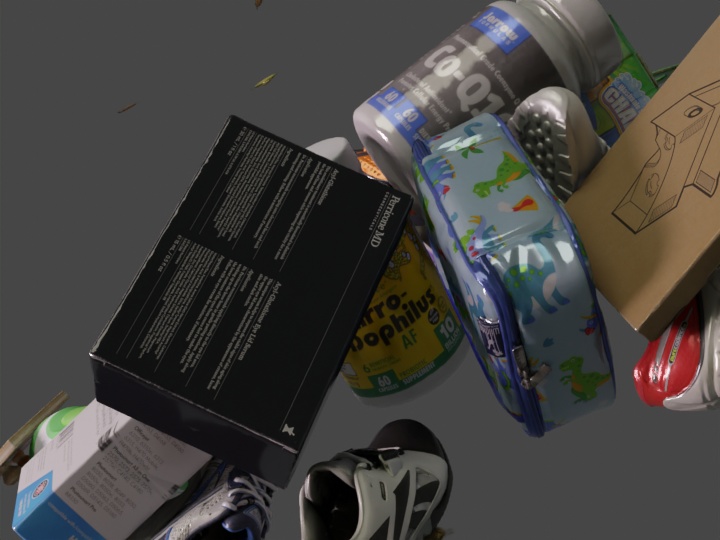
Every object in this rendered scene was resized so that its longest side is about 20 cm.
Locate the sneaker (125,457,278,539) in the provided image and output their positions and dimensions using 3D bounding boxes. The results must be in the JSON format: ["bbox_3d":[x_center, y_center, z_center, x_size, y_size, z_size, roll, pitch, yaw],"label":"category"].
[{"bbox_3d":[-0.092,0.174,0.823,0.085,0.077,0.200,8,51,49],"label":"sneaker"}]

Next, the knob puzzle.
[{"bbox_3d":[-0.362,0.220,1.073,0.220,0.030,0.220,-49,5,6],"label":"knob puzzle"}]

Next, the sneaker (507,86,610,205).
[{"bbox_3d":[0.167,-0.070,0.851,0.080,0.201,0.077,-32,51,-10],"label":"sneaker"}]

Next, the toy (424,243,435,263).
[{"bbox_3d":[-0.036,0.021,0.994,0.200,0.047,0.115,-43,53,-6],"label":"toy"}]

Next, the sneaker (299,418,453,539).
[{"bbox_3d":[0.006,0.144,0.727,0.073,0.089,0.200,-22,21,23],"label":"sneaker"}]

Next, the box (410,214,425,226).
[{"bbox_3d":[0.029,-0.057,1.164,0.198,0.079,0.142,-22,25,22],"label":"box"}]

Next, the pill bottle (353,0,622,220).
[{"bbox_3d":[0.102,-0.140,0.886,0.199,0.114,0.114,-39,22,-5],"label":"pill bottle"}]

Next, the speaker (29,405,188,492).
[{"bbox_3d":[-0.206,0.156,0.981,0.199,0.089,0.089,-12,27,40],"label":"speaker"}]

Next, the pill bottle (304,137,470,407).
[{"bbox_3d":[0.000,0.000,0.895,0.112,0.201,0.113,-25,21,10],"label":"pill bottle"}]

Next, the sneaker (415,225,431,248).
[{"bbox_3d":[0.017,0.020,1.048,0.198,0.073,0.085,-17,58,11],"label":"sneaker"}]

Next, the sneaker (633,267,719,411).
[{"bbox_3d":[0.207,-0.002,0.728,0.084,0.077,0.202,-12,48,32],"label":"sneaker"}]

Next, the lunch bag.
[{"bbox_3d":[0.102,0.004,0.767,0.082,0.162,0.201,-22,42,0],"label":"lunch bag"}]

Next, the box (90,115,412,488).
[{"bbox_3d":[-0.068,0.018,0.738,0.079,0.140,0.201,105,-171,-60],"label":"box"}]

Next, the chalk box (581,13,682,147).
[{"bbox_3d":[0.198,-0.139,1.005,0.199,0.125,0.124,-33,-4,-4],"label":"chalk box"}]

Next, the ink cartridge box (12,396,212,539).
[{"bbox_3d":[-0.160,0.120,0.829,0.200,0.067,0.116,-43,18,-1],"label":"ink cartridge box"}]

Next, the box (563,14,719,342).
[{"bbox_3d":[0.212,-0.069,0.710,0.201,0.021,0.164,-53,24,12],"label":"box"}]

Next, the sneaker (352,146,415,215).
[{"bbox_3d":[0.034,-0.111,1.014,0.111,0.078,0.200,-14,28,-2],"label":"sneaker"}]
